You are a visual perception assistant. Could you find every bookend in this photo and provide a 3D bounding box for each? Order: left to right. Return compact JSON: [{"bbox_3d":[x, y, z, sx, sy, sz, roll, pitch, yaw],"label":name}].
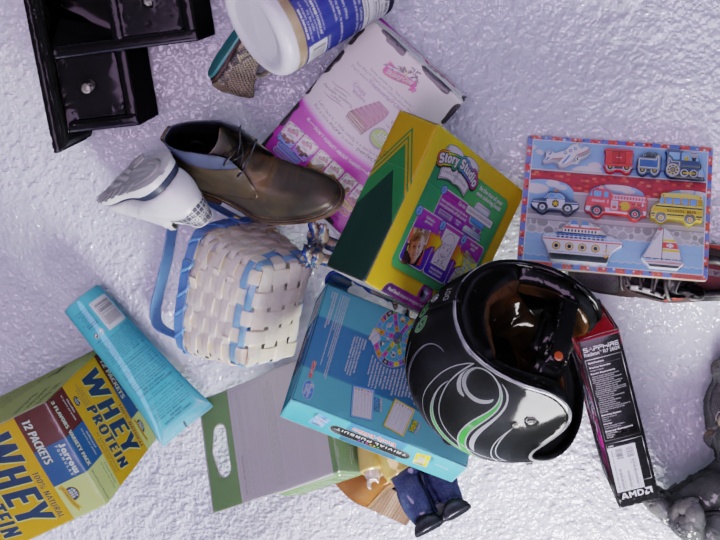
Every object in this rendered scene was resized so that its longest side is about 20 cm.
[{"bbox_3d":[-0.249,-0.244,1.347,0.198,0.092,0.200,-4,105,9],"label":"bookend"}]

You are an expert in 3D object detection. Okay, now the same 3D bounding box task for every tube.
[{"bbox_3d":[-0.267,0.108,1.456,0.077,0.050,0.200,-40,90,-17],"label":"tube"}]

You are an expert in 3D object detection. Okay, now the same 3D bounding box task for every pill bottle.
[{"bbox_3d":[-0.030,-0.294,1.250,0.200,0.116,0.116,-35,99,-20],"label":"pill bottle"}]

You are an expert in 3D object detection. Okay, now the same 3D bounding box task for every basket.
[{"bbox_3d":[-0.157,0.018,1.391,0.200,0.139,0.177,25,112,31],"label":"basket"}]

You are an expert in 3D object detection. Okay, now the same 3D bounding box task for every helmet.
[{"bbox_3d":[0.143,0.098,1.234,0.200,0.200,0.191,23,145,2],"label":"helmet"}]

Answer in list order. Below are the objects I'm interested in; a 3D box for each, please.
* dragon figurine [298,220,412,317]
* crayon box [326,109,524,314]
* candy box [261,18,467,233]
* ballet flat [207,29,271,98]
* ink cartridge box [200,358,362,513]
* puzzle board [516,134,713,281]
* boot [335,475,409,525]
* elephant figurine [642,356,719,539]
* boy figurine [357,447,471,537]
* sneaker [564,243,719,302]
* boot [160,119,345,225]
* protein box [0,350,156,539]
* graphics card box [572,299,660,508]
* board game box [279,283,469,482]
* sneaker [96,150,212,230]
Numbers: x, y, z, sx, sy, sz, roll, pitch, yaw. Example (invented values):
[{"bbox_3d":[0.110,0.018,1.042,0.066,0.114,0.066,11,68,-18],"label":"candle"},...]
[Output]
[{"bbox_3d":[0.000,0.000,1.360,0.099,0.200,0.059,16,79,23],"label":"dragon figurine"},{"bbox_3d":[0.073,-0.046,1.278,0.058,0.200,0.173,23,86,37],"label":"crayon box"},{"bbox_3d":[0.001,-0.159,1.348,0.136,0.061,0.200,43,108,-3],"label":"candy box"},{"bbox_3d":[-0.096,-0.277,1.337,0.075,0.068,0.200,21,113,-20],"label":"ballet flat"},{"bbox_3d":[-0.097,0.192,1.432,0.200,0.048,0.146,-25,65,35],"label":"ink cartridge box"},{"bbox_3d":[0.273,-0.069,1.315,0.200,0.017,0.151,5,73,8],"label":"puzzle board"},{"bbox_3d":[0.030,0.186,1.439,0.155,0.077,0.200,30,113,5],"label":"boot"},{"bbox_3d":[0.420,0.220,1.362,0.155,0.142,0.200,39,92,-33],"label":"elephant figurine"},{"bbox_3d":[0.052,0.188,1.359,0.124,0.064,0.200,-26,74,-3],"label":"boy figurine"},{"bbox_3d":[0.323,-0.001,1.332,0.200,0.082,0.077,0,105,8],"label":"sneaker"},{"bbox_3d":[-0.118,-0.103,1.292,0.200,0.097,0.075,11,70,25],"label":"boot"},{"bbox_3d":[-0.377,0.214,1.434,0.200,0.199,0.135,-26,100,14],"label":"protein box"},{"bbox_3d":[0.275,0.145,1.355,0.051,0.125,0.200,-16,103,5],"label":"graphics card box"},{"bbox_3d":[0.030,0.120,1.322,0.200,0.151,0.047,22,145,-8],"label":"board game box"},{"bbox_3d":[-0.227,-0.078,1.349,0.080,0.200,0.076,41,78,-23],"label":"sneaker"}]
